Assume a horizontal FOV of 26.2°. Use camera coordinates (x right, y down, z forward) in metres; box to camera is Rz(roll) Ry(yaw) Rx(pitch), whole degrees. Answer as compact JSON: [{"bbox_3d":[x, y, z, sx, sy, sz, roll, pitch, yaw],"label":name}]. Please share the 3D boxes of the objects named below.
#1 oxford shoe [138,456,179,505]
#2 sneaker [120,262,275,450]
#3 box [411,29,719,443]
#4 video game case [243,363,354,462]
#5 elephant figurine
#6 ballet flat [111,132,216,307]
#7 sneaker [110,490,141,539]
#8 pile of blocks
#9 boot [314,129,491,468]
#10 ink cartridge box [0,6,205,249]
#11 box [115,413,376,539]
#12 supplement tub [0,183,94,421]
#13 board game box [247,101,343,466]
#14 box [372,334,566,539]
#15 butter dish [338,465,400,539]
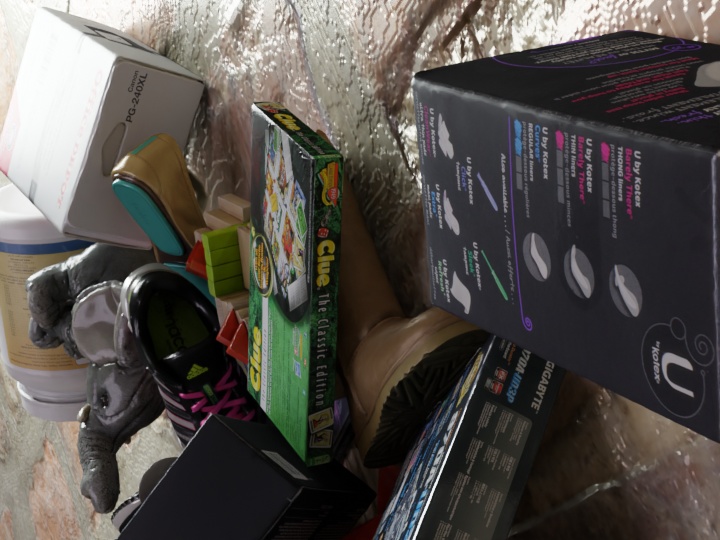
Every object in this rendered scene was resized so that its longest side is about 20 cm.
[{"bbox_3d":[-0.076,0.207,1.129,0.199,0.072,0.071,31,161,7],"label":"oxford shoe"},{"bbox_3d":[-0.118,0.082,1.142,0.201,0.073,0.087,61,172,3],"label":"sneaker"},{"bbox_3d":[0.121,-0.024,0.605,0.200,0.121,0.107,26,126,59],"label":"box"},{"bbox_3d":[-0.040,0.063,1.121,0.144,0.019,0.201,63,152,24],"label":"video game case"},{"bbox_3d":[-0.189,0.071,1.280,0.200,0.140,0.157,49,142,46],"label":"elephant figurine"},{"bbox_3d":[-0.130,-0.024,1.205,0.068,0.063,0.201,15,145,30],"label":"ballet flat"},{"bbox_3d":[-0.151,0.229,1.231,0.090,0.070,0.201,51,150,15],"label":"sneaker"},{"bbox_3d":[-0.077,0.020,1.081,0.200,0.062,0.083,52,147,40],"label":"pile of blocks"},{"bbox_3d":[0.000,0.000,0.948,0.175,0.066,0.202,-56,49,52],"label":"boot"},{"bbox_3d":[-0.218,-0.119,1.263,0.200,0.083,0.147,35,109,54],"label":"ink cartridge box"},{"bbox_3d":[-0.079,0.174,0.984,0.079,0.142,0.200,35,180,16],"label":"box"},{"bbox_3d":[-0.269,0.023,1.434,0.144,0.143,0.202,32,132,56],"label":"supplement tub"},{"bbox_3d":[-0.042,0.008,0.951,0.105,0.023,0.202,41,135,53],"label":"board game box"},{"bbox_3d":[0.037,0.147,0.820,0.046,0.201,0.159,26,146,-2],"label":"box"},{"bbox_3d":[0.017,0.253,0.953,0.199,0.146,0.202,33,133,56],"label":"butter dish"}]
